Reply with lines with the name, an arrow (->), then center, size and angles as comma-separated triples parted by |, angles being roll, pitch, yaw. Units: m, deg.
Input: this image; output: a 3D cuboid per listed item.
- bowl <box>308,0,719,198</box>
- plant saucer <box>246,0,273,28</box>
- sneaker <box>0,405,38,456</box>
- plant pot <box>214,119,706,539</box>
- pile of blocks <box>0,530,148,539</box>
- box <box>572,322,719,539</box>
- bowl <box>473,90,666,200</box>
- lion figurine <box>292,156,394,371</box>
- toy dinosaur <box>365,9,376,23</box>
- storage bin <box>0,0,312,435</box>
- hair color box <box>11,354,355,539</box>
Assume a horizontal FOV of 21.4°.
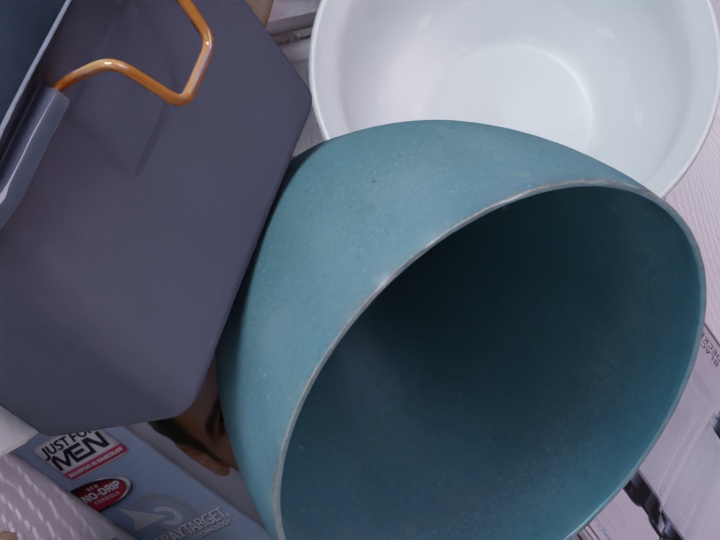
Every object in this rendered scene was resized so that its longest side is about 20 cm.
bowl -> 0.075, -0.089, 0.950 | 0.200, 0.090, 0.202 | 0, 72, 1
plant saucer -> -0.088, -0.190, 0.883 | 0.201, 0.035, 0.200 | 60, 9, -16
sneaker -> -0.161, 0.013, 0.746 | 0.116, 0.073, 0.200 | 51, 48, -19
plant pot -> 0.020, 0.018, 0.767 | 0.199, 0.201, 0.135 | 12, 24, -43
pile of blocks -> -0.105, 0.132, 0.736 | 0.199, 0.062, 0.083 | -2, 70, -48
box -> 0.157, 0.122, 1.024 | 0.117, 0.060, 0.200 | 53, 40, -11
bowl -> 0.111, -0.064, 1.055 | 0.200, 0.094, 0.202 | 24, 53, -36
lion figurine -> 0.000, 0.000, 0.920 | 0.122, 0.072, 0.201 | -14, 75, -57
toy dinosaur -> -0.001, -0.166, 1.010 | 0.199, 0.058, 0.102 | 28, 58, -25
storage bin -> -0.096, -0.044, 0.689 | 0.134, 0.145, 0.201 | 45, 49, -35
hair color box -> -0.046, 0.083, 0.829 | 0.200, 0.061, 0.099 | 39, 44, -24
